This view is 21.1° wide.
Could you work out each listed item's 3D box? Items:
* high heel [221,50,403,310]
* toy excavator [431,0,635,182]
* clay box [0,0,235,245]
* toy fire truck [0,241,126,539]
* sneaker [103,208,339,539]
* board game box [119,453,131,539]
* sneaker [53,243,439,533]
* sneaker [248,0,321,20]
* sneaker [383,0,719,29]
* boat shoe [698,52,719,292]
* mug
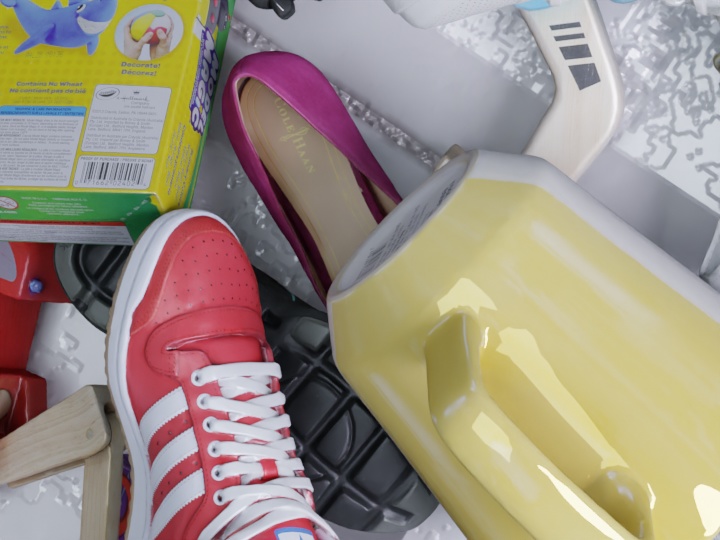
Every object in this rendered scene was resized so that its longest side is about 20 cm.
[{"bbox_3d":[0.000,0.000,0.819,0.067,0.096,0.200,-34,85,13],"label":"high heel"},{"bbox_3d":[0.089,-0.123,0.799,0.194,0.100,0.200,-24,96,15],"label":"toy excavator"},{"bbox_3d":[-0.116,-0.107,0.833,0.115,0.048,0.200,3,60,14],"label":"clay box"},{"bbox_3d":[-0.145,0.074,0.857,0.141,0.049,0.200,20,98,36],"label":"toy fire truck"},{"bbox_3d":[-0.044,0.078,0.742,0.112,0.071,0.201,5,95,53],"label":"sneaker"},{"bbox_3d":[-0.060,0.162,0.823,0.200,0.032,0.120,17,94,49],"label":"board game box"},{"bbox_3d":[-0.040,0.034,0.843,0.200,0.079,0.075,41,97,4],"label":"sneaker"},{"bbox_3d":[-0.021,-0.211,0.826,0.098,0.071,0.201,23,96,11],"label":"sneaker"},{"bbox_3d":[0.114,-0.111,0.718,0.200,0.074,0.116,-26,100,12],"label":"sneaker"},{"bbox_3d":[0.181,-0.080,0.788,0.068,0.075,0.200,28,95,20],"label":"boat shoe"},{"bbox_3d":[0.074,0.033,0.742,0.153,0.187,0.149,45,75,-9],"label":"mug"}]
